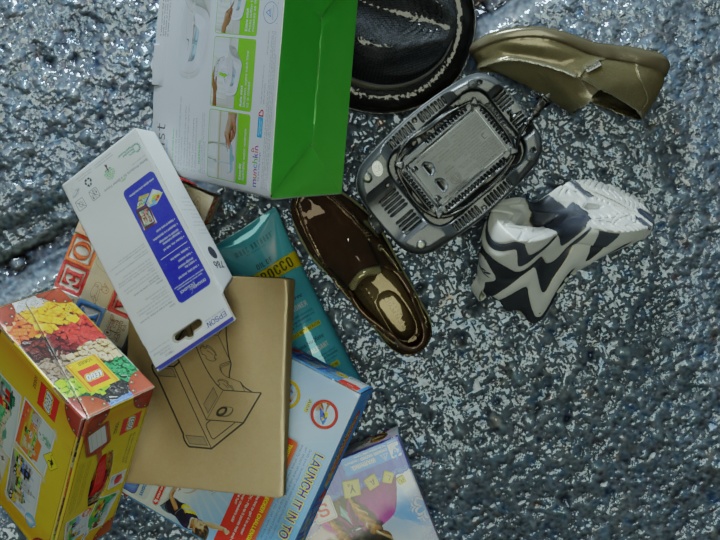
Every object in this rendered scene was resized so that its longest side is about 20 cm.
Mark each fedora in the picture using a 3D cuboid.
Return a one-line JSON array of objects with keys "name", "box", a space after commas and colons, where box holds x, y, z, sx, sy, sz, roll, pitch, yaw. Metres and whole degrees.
[{"name": "fedora", "box": [0.021, -0.242, 0.960, 0.198, 0.092, 0.203, -1, 98, -7]}]

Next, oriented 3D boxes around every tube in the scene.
[{"name": "tube", "box": [-0.068, 0.042, 1.020, 0.077, 0.050, 0.201, -31, 87, -7]}]

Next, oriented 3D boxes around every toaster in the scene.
[{"name": "toaster", "box": [0.086, -0.107, 0.964, 0.200, 0.129, 0.114, -41, 94, 3]}]

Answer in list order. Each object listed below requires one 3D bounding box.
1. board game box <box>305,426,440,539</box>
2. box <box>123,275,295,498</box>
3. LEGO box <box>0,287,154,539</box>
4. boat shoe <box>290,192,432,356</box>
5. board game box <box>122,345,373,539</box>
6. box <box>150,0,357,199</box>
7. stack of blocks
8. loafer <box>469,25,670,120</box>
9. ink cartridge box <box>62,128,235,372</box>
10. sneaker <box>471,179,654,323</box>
[{"name": "board game box", "box": [-0.016, 0.291, 1.036, 0.198, 0.041, 0.201, -22, 94, 2]}, {"name": "box", "box": [-0.143, 0.103, 0.947, 0.161, 0.021, 0.203, 3, 90, 14]}, {"name": "LEGO box", "box": [-0.284, 0.143, 0.936, 0.149, 0.077, 0.201, 40, 127, 23]}, {"name": "boat shoe", "box": [0.005, -0.004, 0.998, 0.075, 0.075, 0.203, -40, 94, 2]}, {"name": "board game box", "box": [-0.117, 0.161, 0.981, 0.194, 0.056, 0.202, 26, 95, 13]}, {"name": "box", "box": [-0.102, -0.178, 0.919, 0.175, 0.096, 0.203, 15, 105, 42]}, {"name": "stack of blocks", "box": [-0.229, -0.004, 1.004, 0.114, 0.059, 0.202, 23, 94, -2]}, {"name": "loafer", "box": [0.203, -0.190, 0.985, 0.197, 0.076, 0.068, 7, 88, -1]}, {"name": "ink cartridge box", "box": [-0.187, -0.019, 0.925, 0.099, 0.039, 0.201, -31, 80, 19]}, {"name": "sneaker", "box": [0.192, -0.012, 1.005, 0.198, 0.130, 0.080, -15, 54, -33]}]
